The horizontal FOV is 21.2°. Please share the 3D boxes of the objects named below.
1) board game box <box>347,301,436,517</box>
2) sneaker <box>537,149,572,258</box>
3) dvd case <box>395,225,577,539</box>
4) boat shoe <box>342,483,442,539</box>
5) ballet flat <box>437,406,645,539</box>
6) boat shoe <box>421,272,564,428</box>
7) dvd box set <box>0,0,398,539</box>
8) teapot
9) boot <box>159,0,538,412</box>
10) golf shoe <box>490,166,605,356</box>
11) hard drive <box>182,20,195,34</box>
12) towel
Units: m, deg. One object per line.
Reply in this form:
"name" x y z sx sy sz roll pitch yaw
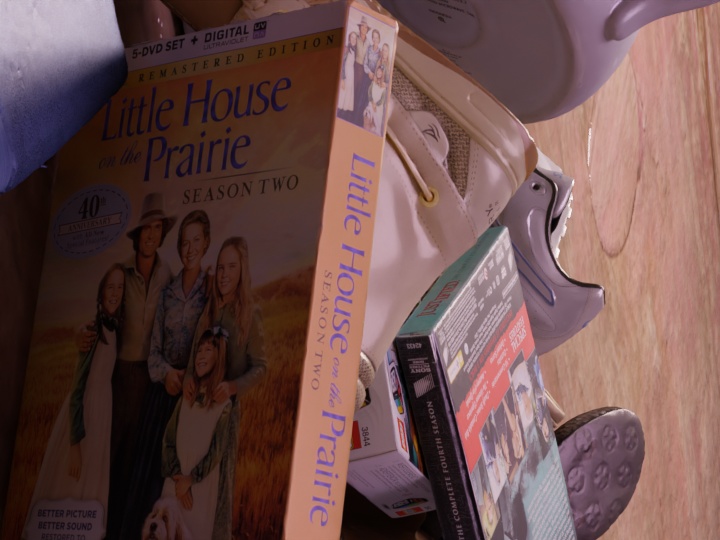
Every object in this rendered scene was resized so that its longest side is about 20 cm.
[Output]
"board game box" 0.000 0.000 0.853 0.126 0.034 0.201 52 28 -69
"sneaker" 0.078 -0.034 1.194 0.080 0.076 0.200 42 30 -23
"dvd case" 0.065 0.096 0.880 0.146 0.022 0.201 -50 128 -64
"boat shoe" 0.013 0.103 0.988 0.200 0.070 0.071 68 34 -64
"ballet flat" 0.075 0.133 0.982 0.200 0.046 0.068 -39 117 -32
"boat shoe" 0.037 0.000 0.990 0.073 0.063 0.201 32 34 -79
"dvd box set" -0.058 0.015 0.658 0.029 0.146 0.201 20 72 -45
"teapot" 0.077 -0.181 0.971 0.200 0.197 0.146 42 64 -11
"boot" -0.049 -0.045 0.755 0.156 0.200 0.073 -54 -175 -17
"golf shoe" 0.068 -0.045 1.062 0.078 0.097 0.201 18 48 -79
"hard drive" -0.052 -0.146 0.885 0.132 0.026 0.201 -59 142 -58
"towel" -0.139 -0.070 0.592 0.200 0.048 0.112 -53 137 -60
